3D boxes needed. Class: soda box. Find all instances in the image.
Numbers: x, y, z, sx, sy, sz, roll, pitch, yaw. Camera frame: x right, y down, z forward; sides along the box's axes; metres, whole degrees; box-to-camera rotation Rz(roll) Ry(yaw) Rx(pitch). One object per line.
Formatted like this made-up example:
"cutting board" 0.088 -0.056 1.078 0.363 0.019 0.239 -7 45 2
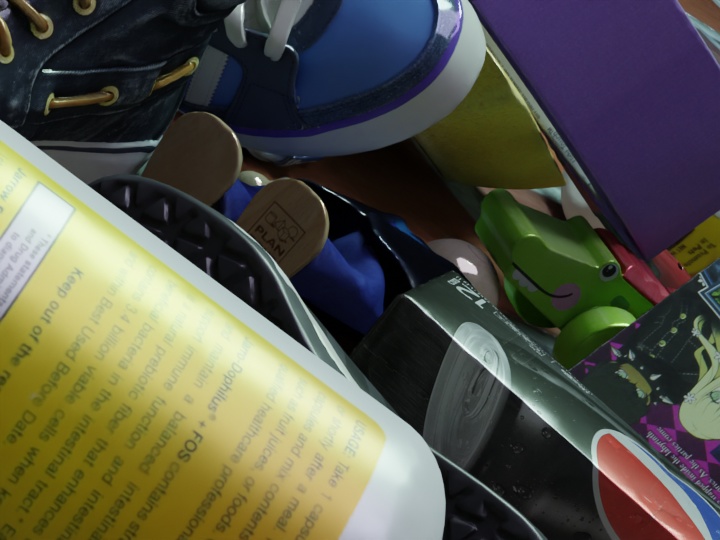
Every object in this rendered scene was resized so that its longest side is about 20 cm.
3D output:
"soda box" 0.074 0.091 0.829 0.200 0.071 0.063 41 16 8

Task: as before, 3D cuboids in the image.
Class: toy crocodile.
"toy crocodile" 0.116 0.031 1.091 0.200 0.062 0.068 43 10 -32

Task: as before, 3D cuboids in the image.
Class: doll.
"doll" 0.000 0.000 0.966 0.136 0.049 0.200 39 7 24

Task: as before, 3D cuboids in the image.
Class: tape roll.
"tape roll" 0.083 -0.103 1.111 0.200 0.066 0.200 54 3 -4

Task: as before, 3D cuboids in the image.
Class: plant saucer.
"plant saucer" 0.009 -0.121 1.223 0.200 0.048 0.200 55 3 13

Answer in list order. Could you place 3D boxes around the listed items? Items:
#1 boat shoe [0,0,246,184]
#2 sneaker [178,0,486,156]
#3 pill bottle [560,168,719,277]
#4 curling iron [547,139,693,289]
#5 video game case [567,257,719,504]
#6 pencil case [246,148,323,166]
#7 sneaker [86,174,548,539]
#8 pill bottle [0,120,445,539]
"boat shoe" -0.112 -0.077 0.829 0.071 0.091 0.200 44 22 20
"sneaker" -0.068 -0.113 0.930 0.199 0.081 0.147 15 -20 31
"pill bottle" 0.206 -0.019 1.390 0.199 0.109 0.109 31 17 -24
"curling iron" 0.149 0.001 1.259 0.200 0.050 0.026 55 -32 -10
"video game case" 0.191 0.071 0.998 0.200 0.181 0.036 45 -23 24
"pencil case" -0.066 -0.133 1.129 0.090 0.083 0.200 -12 49 -46
"sneaker" -0.018 0.059 0.763 0.200 0.072 0.083 45 -8 18
"pill bottle" -0.054 0.050 0.588 0.200 0.104 0.104 37 15 -8
